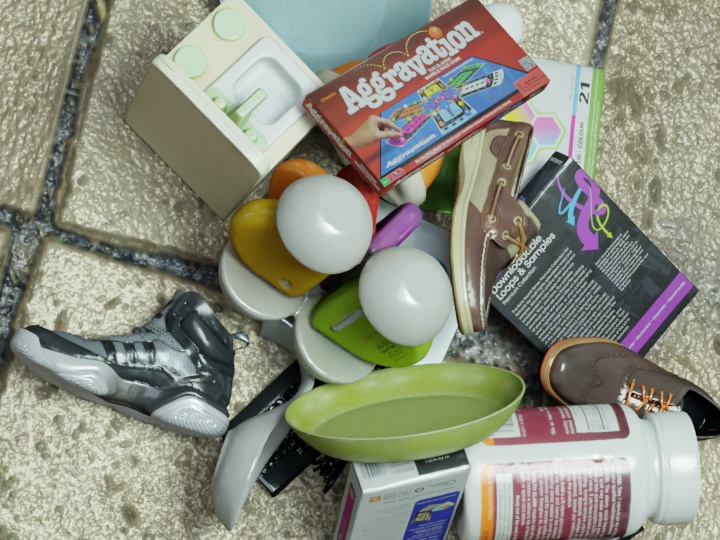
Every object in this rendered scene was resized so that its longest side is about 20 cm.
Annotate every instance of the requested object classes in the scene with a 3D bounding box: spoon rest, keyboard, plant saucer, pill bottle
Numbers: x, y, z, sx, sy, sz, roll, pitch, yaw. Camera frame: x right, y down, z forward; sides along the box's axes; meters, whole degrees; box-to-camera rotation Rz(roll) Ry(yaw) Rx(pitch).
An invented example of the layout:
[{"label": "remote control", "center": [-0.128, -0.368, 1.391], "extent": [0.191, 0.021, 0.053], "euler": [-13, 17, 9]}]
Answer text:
[{"label": "spoon rest", "center": [-0.080, 0.130, 1.609], "extent": [0.060, 0.099, 0.201], "euler": [16, 57, -2]}, {"label": "keyboard", "center": [-0.018, 0.114, 1.667], "extent": [0.200, 0.040, 0.104], "euler": [-43, 91, -16]}, {"label": "plant saucer", "center": [0.038, 0.119, 1.555], "extent": [0.199, 0.200, 0.031], "euler": [-11, 102, -15]}, {"label": "plant saucer", "center": [-0.034, -0.253, 1.726], "extent": [0.200, 0.039, 0.202], "euler": [2, 80, -12]}, {"label": "pill bottle", "center": [0.181, 0.172, 1.610], "extent": [0.199, 0.114, 0.115], "euler": [-2, 81, -4]}]

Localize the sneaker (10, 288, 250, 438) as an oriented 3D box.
[{"label": "sneaker", "center": [-0.193, 0.062, 1.617], "extent": [0.199, 0.075, 0.114], "euler": [23, 75, -15]}]

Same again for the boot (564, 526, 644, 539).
[{"label": "boot", "center": [0.146, 0.203, 1.689], "extent": [0.199, 0.068, 0.131], "euler": [-16, 73, -16]}]

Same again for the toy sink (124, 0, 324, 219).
[{"label": "toy sink", "center": [-0.108, -0.143, 1.605], "extent": [0.130, 0.200, 0.112], "euler": [45, 74, -2]}]

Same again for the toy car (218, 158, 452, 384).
[{"label": "toy car", "center": [-0.008, -0.012, 1.581], "extent": [0.200, 0.175, 0.150], "euler": [41, 54, -10]}]

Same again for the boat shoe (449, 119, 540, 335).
[{"label": "boat shoe", "center": [0.116, -0.040, 1.592], "extent": [0.072, 0.072, 0.201], "euler": [3, 61, 9]}]

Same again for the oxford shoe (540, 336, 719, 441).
[{"label": "oxford shoe", "center": [0.247, 0.106, 1.674], "extent": [0.199, 0.072, 0.071], "euler": [16, 90, -33]}]

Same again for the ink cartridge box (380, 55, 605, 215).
[{"label": "ink cartridge box", "center": [0.110, -0.122, 1.719], "extent": [0.199, 0.076, 0.148], "euler": [9, 78, -13]}]

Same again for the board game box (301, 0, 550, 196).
[{"label": "board game box", "center": [0.057, -0.149, 1.583], "extent": [0.200, 0.019, 0.103], "euler": [-34, 76, -30]}]

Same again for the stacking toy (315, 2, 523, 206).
[{"label": "stacking toy", "center": [0.069, -0.164, 1.660], "extent": [0.200, 0.146, 0.146], "euler": [-39, 91, -12]}]

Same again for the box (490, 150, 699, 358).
[{"label": "box", "center": [0.195, 0.009, 1.685], "extent": [0.143, 0.036, 0.200], "euler": [-49, 120, -4]}]

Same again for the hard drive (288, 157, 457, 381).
[{"label": "hard drive", "center": [0.000, 0.000, 1.680], "extent": [0.199, 0.027, 0.132], "euler": [25, 74, 1]}]

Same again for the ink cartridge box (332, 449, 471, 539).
[{"label": "ink cartridge box", "center": [0.030, 0.210, 1.592], "extent": [0.094, 0.200, 0.037], "euler": [-11, 57, -15]}]
